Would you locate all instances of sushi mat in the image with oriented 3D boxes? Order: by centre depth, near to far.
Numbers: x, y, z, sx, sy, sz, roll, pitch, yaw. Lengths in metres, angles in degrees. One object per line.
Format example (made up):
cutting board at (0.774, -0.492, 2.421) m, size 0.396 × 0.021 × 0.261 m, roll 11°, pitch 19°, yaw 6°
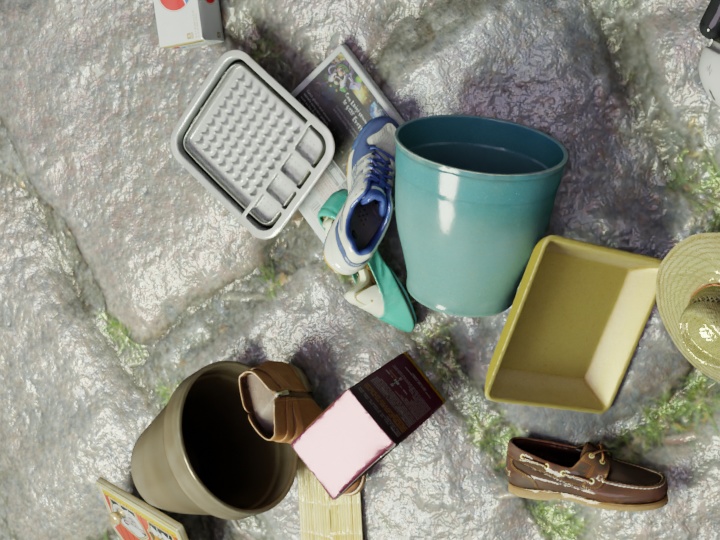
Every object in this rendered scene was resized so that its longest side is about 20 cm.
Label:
sushi mat at (-0.041, 0.310, 1.529) m, size 0.094 × 0.012 × 0.204 m, roll 0°, pitch 98°, yaw 22°

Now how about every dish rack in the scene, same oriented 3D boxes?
dish rack at (-0.133, -0.161, 1.455) m, size 0.200 × 0.043 × 0.172 m, roll 43°, pitch 111°, yaw 11°

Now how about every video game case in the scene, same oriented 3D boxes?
video game case at (-0.025, -0.149, 1.449) m, size 0.181 × 0.023 × 0.201 m, roll -40°, pitch 82°, yaw 22°

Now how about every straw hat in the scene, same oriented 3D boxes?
straw hat at (0.397, 0.065, 1.247) m, size 0.199 × 0.085 × 0.204 m, roll 20°, pitch 125°, yaw 31°

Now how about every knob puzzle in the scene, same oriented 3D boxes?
knob puzzle at (-0.286, 0.395, 1.576) m, size 0.218 × 0.030 × 0.222 m, roll 29°, pitch 141°, yaw 26°

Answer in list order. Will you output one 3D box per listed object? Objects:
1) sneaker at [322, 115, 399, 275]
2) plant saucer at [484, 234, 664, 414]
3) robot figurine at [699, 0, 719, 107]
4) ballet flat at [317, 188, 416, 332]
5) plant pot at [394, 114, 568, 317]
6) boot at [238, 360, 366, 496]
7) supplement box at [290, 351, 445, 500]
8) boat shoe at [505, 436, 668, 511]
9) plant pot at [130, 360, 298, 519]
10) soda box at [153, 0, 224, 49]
sneaker at (0.019, -0.093, 1.347) m, size 0.074 × 0.088 × 0.204 m, roll 19°, pitch 75°, yaw -16°
plant saucer at (0.240, 0.058, 1.315) m, size 0.048 × 0.197 × 0.203 m, roll 41°, pitch 116°, yaw 54°
robot figurine at (0.442, -0.254, 1.196) m, size 0.149 × 0.124 × 0.202 m, roll 33°, pitch 108°, yaw 16°
ballet flat at (0.000, 0.000, 1.417) m, size 0.067 × 0.070 × 0.203 m, roll -5°, pitch 113°, yaw 60°
plant pot at (0.129, -0.058, 1.321) m, size 0.197 × 0.200 × 0.191 m, roll 14°, pitch 116°, yaw 18°
boot at (-0.078, 0.205, 1.437) m, size 0.073 × 0.154 × 0.201 m, roll -39°, pitch 76°, yaw 11°
supplement box at (0.013, 0.184, 1.387) m, size 0.110 × 0.200 × 0.086 m, roll -44°, pitch 82°, yaw 21°
boat shoe at (0.268, 0.241, 1.367) m, size 0.196 × 0.070 × 0.072 m, roll 2°, pitch 103°, yaw 21°
plant pot at (-0.208, 0.240, 1.505) m, size 0.172 × 0.199 × 0.203 m, roll -27°, pitch 88°, yaw 40°
soda box at (-0.230, -0.392, 1.469) m, size 0.067 × 0.064 × 0.204 m, roll -5°, pitch 97°, yaw 22°
